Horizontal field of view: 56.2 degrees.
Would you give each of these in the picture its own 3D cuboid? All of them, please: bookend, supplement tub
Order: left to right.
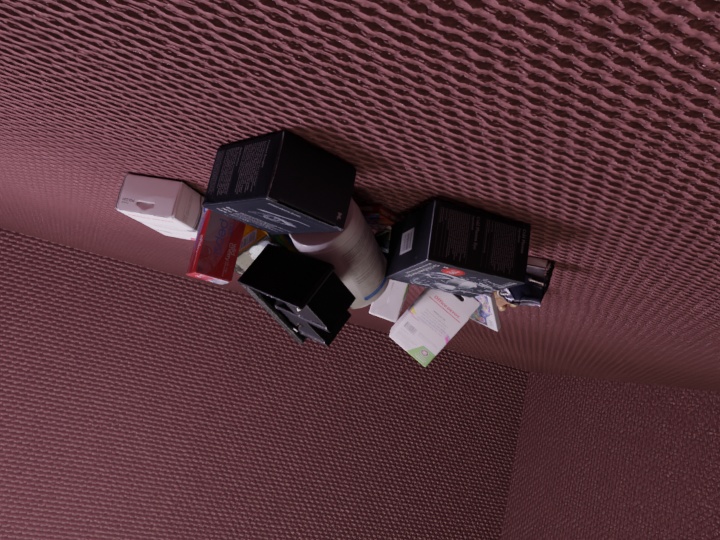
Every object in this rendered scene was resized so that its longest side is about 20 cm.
[{"bbox_3d":[-0.083,0.065,1.187,0.198,0.092,0.200,18,154,48],"label":"bookend"},{"bbox_3d":[-0.033,-0.034,1.216,0.131,0.133,0.200,7,148,28],"label":"supplement tub"}]

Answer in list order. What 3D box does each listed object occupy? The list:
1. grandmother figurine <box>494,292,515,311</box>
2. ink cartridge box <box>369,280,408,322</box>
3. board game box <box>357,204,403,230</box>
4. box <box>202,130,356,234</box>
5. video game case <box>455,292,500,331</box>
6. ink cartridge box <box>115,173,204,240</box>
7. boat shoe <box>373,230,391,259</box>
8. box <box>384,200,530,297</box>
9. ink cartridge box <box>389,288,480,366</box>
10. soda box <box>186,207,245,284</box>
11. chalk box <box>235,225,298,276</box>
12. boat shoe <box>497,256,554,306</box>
[{"bbox_3d":[0.295,0.046,1.636,0.199,0.061,0.121,24,138,-38],"label":"grandmother figurine"},{"bbox_3d":[0.076,0.040,1.557,0.067,0.118,0.200,17,-172,5],"label":"ink cartridge box"},{"bbox_3d":[-0.015,-0.102,1.301,0.199,0.020,0.103,5,169,39],"label":"board game box"},{"bbox_3d":[-0.128,-0.128,1.048,0.147,0.105,0.199,22,166,-40],"label":"box"},{"bbox_3d":[0.233,0.060,1.583,0.199,0.018,0.144,26,155,33],"label":"video game case"},{"bbox_3d":[-0.406,-0.130,1.458,0.144,0.086,0.200,10,172,17],"label":"ink cartridge box"},{"bbox_3d":[0.059,-0.045,1.403,0.074,0.063,0.200,12,172,-8],"label":"boat shoe"},{"bbox_3d":[0.164,-0.030,1.174,0.181,0.105,0.200,12,168,-16],"label":"box"},{"bbox_3d":[0.173,0.108,1.570,0.117,0.200,0.067,40,-165,-2],"label":"ink cartridge box"},{"bbox_3d":[-0.241,-0.081,1.176,0.070,0.202,0.063,17,168,-27],"label":"soda box"},{"bbox_3d":[-0.151,-0.030,1.328,0.124,0.125,0.200,-30,131,25],"label":"chalk box"},{"bbox_3d":[0.281,0.014,1.351,0.198,0.094,0.075,10,170,17],"label":"boat shoe"}]
